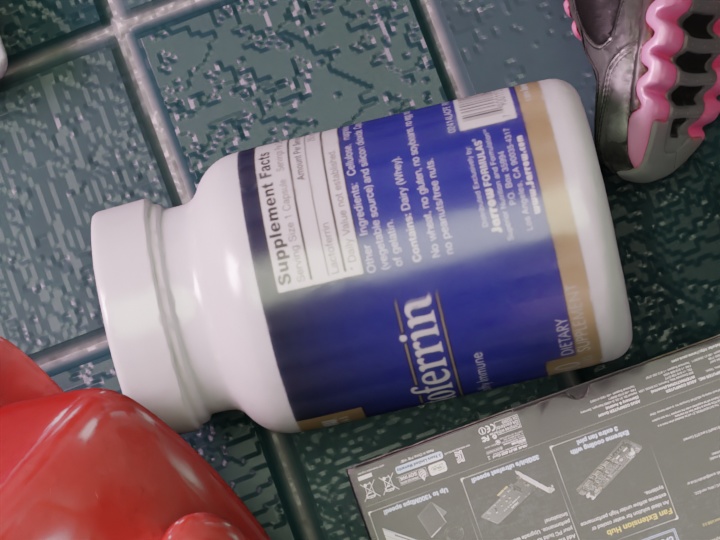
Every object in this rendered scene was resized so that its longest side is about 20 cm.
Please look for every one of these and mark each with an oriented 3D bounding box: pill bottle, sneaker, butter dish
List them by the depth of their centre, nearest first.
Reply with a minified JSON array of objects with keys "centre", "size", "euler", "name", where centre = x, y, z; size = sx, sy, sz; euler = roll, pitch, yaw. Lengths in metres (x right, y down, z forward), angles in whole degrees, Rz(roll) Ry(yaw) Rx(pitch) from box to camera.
[{"centre":[-0.094,0.128,0.950],"size":[0.148,0.200,0.200],"euler":[-27,107,41],"name":"butter dish"},{"centre":[0.000,0.000,1.033],"size":[0.200,0.116,0.116],"euler":[-13,81,3],"name":"pill bottle"},{"centre":[0.103,-0.134,1.076],"size":[0.095,0.079,0.200],"euler":[-1,80,27],"name":"sneaker"}]

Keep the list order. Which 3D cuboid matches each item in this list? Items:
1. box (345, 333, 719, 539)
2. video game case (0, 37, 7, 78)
[{"centre":[0.113,0.120,1.039],"size":[0.200,0.050,0.158],"euler":[-21,81,2],"name":"box"},{"centre":[-0.264,-0.147,1.083],"size":[0.181,0.023,0.200],"euler":[-16,73,-18],"name":"video game case"}]
